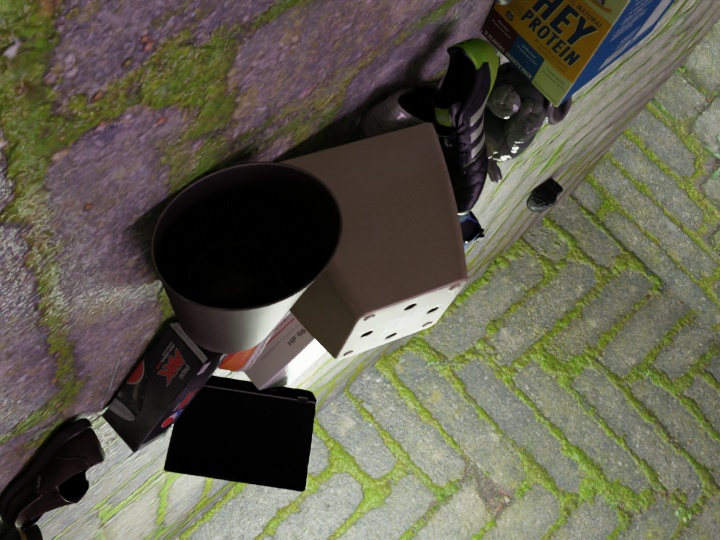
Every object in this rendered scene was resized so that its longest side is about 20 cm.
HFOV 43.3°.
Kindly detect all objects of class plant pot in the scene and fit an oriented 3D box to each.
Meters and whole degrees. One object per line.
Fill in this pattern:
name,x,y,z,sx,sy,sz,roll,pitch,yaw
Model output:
plant pot,0.007,-0.018,1.016,0.200,0.177,0.200,-17,160,-21

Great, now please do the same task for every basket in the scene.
basket,-0.121,0.001,0.899,0.180,0.136,0.200,-25,168,-21

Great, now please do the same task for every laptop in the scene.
laptop,-0.163,0.220,1.274,0.200,0.187,0.116,160,-60,-84

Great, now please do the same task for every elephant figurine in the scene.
elephant figurine,0.225,-0.247,1.211,0.200,0.142,0.155,-47,-172,-31

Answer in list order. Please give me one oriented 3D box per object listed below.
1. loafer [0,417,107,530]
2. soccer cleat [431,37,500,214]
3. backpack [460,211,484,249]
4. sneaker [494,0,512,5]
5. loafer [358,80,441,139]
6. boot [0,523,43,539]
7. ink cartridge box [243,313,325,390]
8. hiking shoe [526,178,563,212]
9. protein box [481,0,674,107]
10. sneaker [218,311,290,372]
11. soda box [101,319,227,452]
loafer,-0.382,0.269,1.130,0.200,0.071,0.073,-49,168,29
soccer cleat,0.108,-0.159,1.019,0.081,0.067,0.201,-17,118,-49
backpack,0.097,-0.053,1.486,0.183,0.135,0.200,-45,170,10
sneaker,0.191,-0.334,0.880,0.074,0.079,0.200,-36,169,-45
loafer,0.078,-0.186,1.064,0.070,0.070,0.200,-41,173,38
boot,-0.503,0.387,1.212,0.138,0.078,0.200,-14,166,-29
ink cartridge box,-0.108,0.107,1.292,0.116,0.068,0.200,-44,169,5
hiking shoe,0.551,-0.206,2.773,0.200,0.076,0.101,-32,162,-50
protein box,0.277,-0.335,1.041,0.198,0.135,0.200,-39,169,-23
sneaker,-0.134,0.041,1.144,0.077,0.073,0.200,24,98,-40
soda box,-0.244,0.140,1.139,0.200,0.071,0.063,-49,169,32
